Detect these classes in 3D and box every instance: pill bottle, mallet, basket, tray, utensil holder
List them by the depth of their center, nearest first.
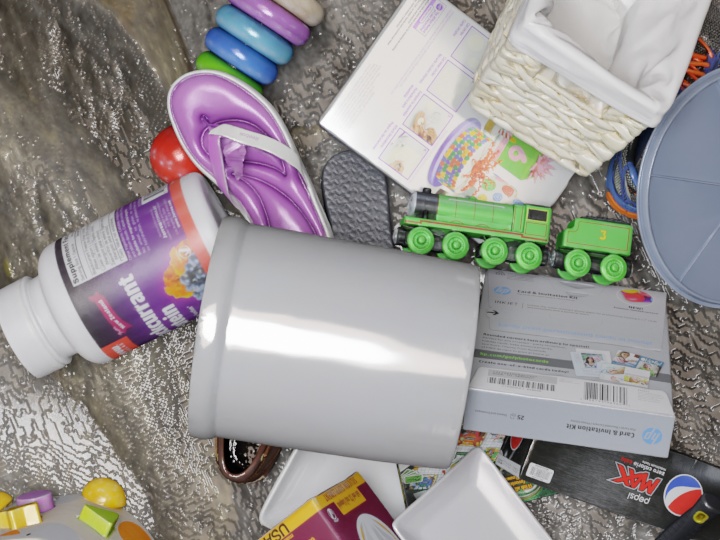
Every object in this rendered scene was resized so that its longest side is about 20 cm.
[{"bbox_3d":[-0.019,0.057,1.157,0.198,0.170,0.171,8,87,-1],"label":"utensil holder"},{"bbox_3d":[0.181,-0.193,1.202,0.135,0.123,0.201,31,55,-8],"label":"basket"},{"bbox_3d":[0.233,0.236,1.203,0.066,0.200,0.041,41,48,-1],"label":"mallet"},{"bbox_3d":[0.116,0.250,1.209,0.107,0.022,0.200,-36,88,-31],"label":"tray"},{"bbox_3d":[-0.200,0.009,1.279,0.199,0.111,0.112,-27,85,4],"label":"pill bottle"}]

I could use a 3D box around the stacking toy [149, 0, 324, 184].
[{"bbox_3d":[-0.116,-0.161,1.300,0.085,0.085,0.201,33,94,6],"label":"stacking toy"}]

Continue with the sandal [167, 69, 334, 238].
[{"bbox_3d":[-0.085,-0.081,1.252,0.082,0.050,0.203,-36,93,7],"label":"sandal"}]

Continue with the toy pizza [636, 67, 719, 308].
[{"bbox_3d":[0.305,-0.069,1.240,0.199,0.032,0.202,-5,104,-22],"label":"toy pizza"}]

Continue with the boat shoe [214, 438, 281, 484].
[{"bbox_3d":[-0.078,0.081,1.285,0.070,0.070,0.202,9,86,9],"label":"boat shoe"}]

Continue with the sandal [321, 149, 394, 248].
[{"bbox_3d":[0.001,0.000,1.300,0.075,0.043,0.202,2,80,-3],"label":"sandal"}]

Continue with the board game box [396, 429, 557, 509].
[{"bbox_3d":[0.125,0.140,1.254,0.198,0.023,0.106,-12,94,-10],"label":"board game box"}]

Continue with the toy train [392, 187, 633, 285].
[{"bbox_3d":[0.126,-0.028,1.232,0.198,0.042,0.057,9,84,-5],"label":"toy train"}]

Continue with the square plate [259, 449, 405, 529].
[{"bbox_3d":[0.044,0.159,1.267,0.197,0.028,0.201,27,90,-11],"label":"square plate"}]

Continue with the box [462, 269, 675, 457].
[{"bbox_3d":[0.166,0.068,1.201,0.155,0.200,0.041,7,118,5],"label":"box"}]

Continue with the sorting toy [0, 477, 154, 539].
[{"bbox_3d":[-0.271,0.234,1.237,0.198,0.180,0.108,-8,86,4],"label":"sorting toy"}]

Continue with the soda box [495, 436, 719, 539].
[{"bbox_3d":[0.214,0.164,1.225,0.199,0.071,0.064,21,88,-12],"label":"soda box"}]

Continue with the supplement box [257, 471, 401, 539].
[{"bbox_3d":[0.010,0.266,1.165,0.086,0.110,0.200,-40,81,17],"label":"supplement box"}]

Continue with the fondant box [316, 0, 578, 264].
[{"bbox_3d":[0.083,-0.122,1.269,0.199,0.058,0.145,36,90,-4],"label":"fondant box"}]

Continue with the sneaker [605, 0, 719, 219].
[{"bbox_3d":[0.263,-0.139,1.261,0.075,0.078,0.201,17,88,5],"label":"sneaker"}]
